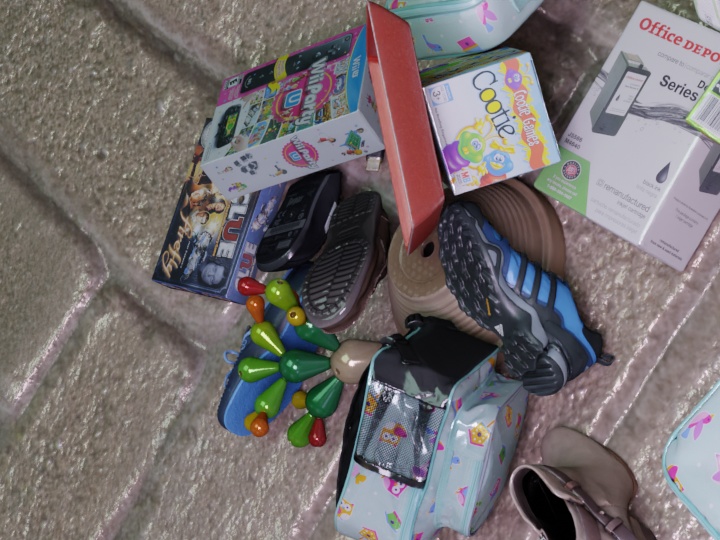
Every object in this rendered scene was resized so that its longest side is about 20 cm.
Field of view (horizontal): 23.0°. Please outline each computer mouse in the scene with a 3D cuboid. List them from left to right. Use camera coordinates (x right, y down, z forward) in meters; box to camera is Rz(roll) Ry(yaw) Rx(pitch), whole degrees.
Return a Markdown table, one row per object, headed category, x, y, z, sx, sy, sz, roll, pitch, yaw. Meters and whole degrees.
| category | x | y | z | sx | sy | sz | roll | pitch | yaw |
| --- | --- | --- | --- | --- | --- | --- | --- | --- | --- |
| computer mouse | -0.029 | -0.075 | 1.870 | 0.140 | 0.046 | 0.201 | -17 | 40 | 41 |

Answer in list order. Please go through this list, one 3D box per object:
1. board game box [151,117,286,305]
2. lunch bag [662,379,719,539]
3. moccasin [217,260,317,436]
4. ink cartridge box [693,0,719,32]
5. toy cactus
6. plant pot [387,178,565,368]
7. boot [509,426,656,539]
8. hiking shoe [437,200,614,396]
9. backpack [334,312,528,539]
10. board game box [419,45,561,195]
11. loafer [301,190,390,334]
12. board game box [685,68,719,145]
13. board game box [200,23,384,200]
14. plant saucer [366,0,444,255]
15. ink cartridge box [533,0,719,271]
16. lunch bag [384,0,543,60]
| category | x | y | z | sx | sy | sz | roll | pitch | yaw |
| --- | --- | --- | --- | --- | --- | --- | --- | --- | --- |
| board game box | -0.152 | -0.069 | 2.003 | 0.135 | 0.035 | 0.201 | 11 | 80 | 44 |
| lunch bag | 0.351 | 0.140 | 1.411 | 0.200 | 0.077 | 0.161 | -49 | 47 | 15 |
| moccasin | -0.089 | 0.082 | 1.863 | 0.068 | 0.080 | 0.200 | 22 | 74 | 50 |
| ink cartridge box | 0.336 | -0.320 | 1.517 | 0.145 | 0.200 | 0.048 | -36 | 45 | -7 |
| toy cactus | -0.045 | 0.094 | 1.769 | 0.164 | 0.102 | 0.201 | -4 | 110 | 7 |
| plant pot | 0.092 | -0.008 | 1.713 | 0.200 | 0.093 | 0.202 | -19 | 59 | 36 |
| boot | 0.177 | 0.190 | 1.511 | 0.070 | 0.146 | 0.200 | -53 | 46 | 14 |
| hiking shoe | 0.143 | 0.020 | 1.620 | 0.201 | 0.086 | 0.074 | 59 | 144 | 12 |
| backpack | 0.060 | 0.165 | 1.609 | 0.153 | 0.176 | 0.201 | 27 | 110 | 10 |
| board game box | 0.110 | -0.144 | 1.653 | 0.102 | 0.200 | 0.105 | -18 | 99 | -1 |
| loafer | 0.000 | 0.000 | 1.749 | 0.073 | 0.071 | 0.200 | -16 | 31 | 27 |
| board game box | 0.381 | -0.108 | 1.482 | 0.200 | 0.030 | 0.096 | 37 | 99 | 17 |
| board game box | -0.063 | -0.170 | 1.894 | 0.199 | 0.064 | 0.148 | -17 | 42 | 26 |
| plant saucer | 0.041 | -0.125 | 1.587 | 0.036 | 0.200 | 0.201 | -10 | 83 | -1 |
| ink cartridge box | 0.273 | -0.124 | 1.600 | 0.145 | 0.084 | 0.201 | 34 | 96 | 45 |
| lunch bag | 0.130 | -0.297 | 1.756 | 0.160 | 0.077 | 0.200 | -1 | 43 | 51 |
